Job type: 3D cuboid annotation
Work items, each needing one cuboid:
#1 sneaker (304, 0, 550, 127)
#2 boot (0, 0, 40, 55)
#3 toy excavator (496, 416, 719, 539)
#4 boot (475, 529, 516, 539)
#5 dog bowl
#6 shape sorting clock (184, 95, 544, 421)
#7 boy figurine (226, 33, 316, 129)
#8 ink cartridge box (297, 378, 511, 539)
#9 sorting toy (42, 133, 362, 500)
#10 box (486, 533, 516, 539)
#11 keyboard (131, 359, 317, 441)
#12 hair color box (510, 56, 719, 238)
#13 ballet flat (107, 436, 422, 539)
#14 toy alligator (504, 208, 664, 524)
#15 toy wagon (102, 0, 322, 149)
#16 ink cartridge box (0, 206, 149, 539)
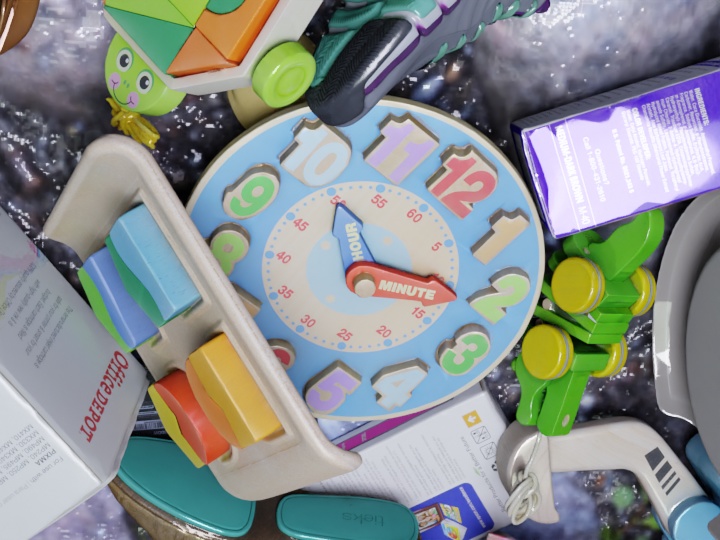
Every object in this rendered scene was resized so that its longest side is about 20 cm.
[{"bbox_3d":[0.056,-0.136,0.762,0.088,0.074,0.201,43,75,-29],"label":"sneaker"},{"bbox_3d":[-0.178,-0.194,0.708,0.073,0.155,0.202,-3,116,-2],"label":"boot"},{"bbox_3d":[0.205,0.136,0.926,0.194,0.100,0.201,-33,102,1],"label":"toy excavator"},{"bbox_3d":[0.055,0.252,0.995,0.095,0.074,0.200,37,116,-26],"label":"boot"},{"bbox_3d":[0.225,0.054,0.811,0.058,0.200,0.202,-5,117,-14],"label":"dog bowl"},{"bbox_3d":[0.000,0.000,0.811,0.198,0.039,0.202,-2,119,-4],"label":"shape sorting clock"},{"bbox_3d":[-0.020,-0.048,0.841,0.124,0.065,0.201,-29,113,11],"label":"boy figurine"},{"bbox_3d":[0.010,0.147,0.953,0.199,0.037,0.095,-28,114,7],"label":"ink cartridge box"},{"bbox_3d":[-0.094,0.038,0.791,0.036,0.185,0.201,-37,91,-23],"label":"sorting toy"},{"bbox_3d":[0.150,0.239,0.918,0.199,0.094,0.103,29,79,-43],"label":"box"},{"bbox_3d":[-0.127,0.067,0.914,0.198,0.021,0.128,-5,117,-2],"label":"keyboard"},{"bbox_3d":[0.184,-0.078,0.810,0.198,0.109,0.065,-18,96,5],"label":"hair color box"},{"bbox_3d":[-0.063,0.157,0.909,0.198,0.068,0.073,13,126,-7],"label":"ballet flat"},{"bbox_3d":[0.110,0.046,0.856,0.059,0.054,0.201,3,118,-42],"label":"toy alligator"},{"bbox_3d":[-0.074,-0.148,0.748,0.039,0.155,0.201,5,126,-55],"label":"toy wagon"},{"bbox_3d":[-0.215,0.033,0.804,0.083,0.146,0.200,-36,104,12],"label":"ink cartridge box"}]
